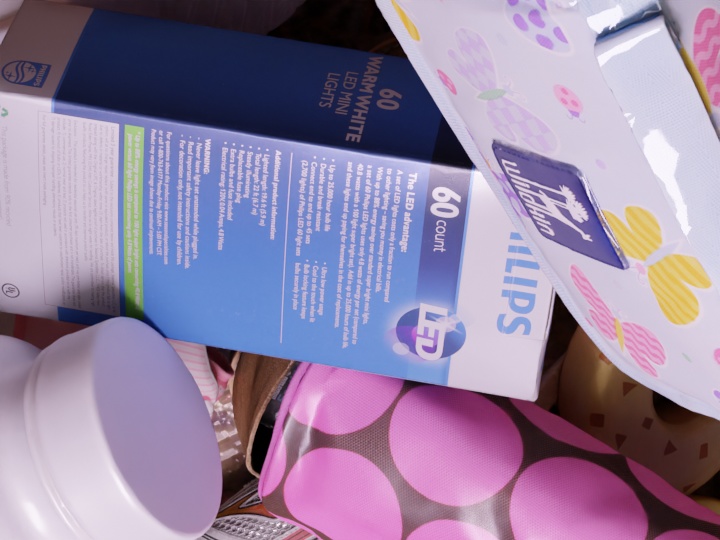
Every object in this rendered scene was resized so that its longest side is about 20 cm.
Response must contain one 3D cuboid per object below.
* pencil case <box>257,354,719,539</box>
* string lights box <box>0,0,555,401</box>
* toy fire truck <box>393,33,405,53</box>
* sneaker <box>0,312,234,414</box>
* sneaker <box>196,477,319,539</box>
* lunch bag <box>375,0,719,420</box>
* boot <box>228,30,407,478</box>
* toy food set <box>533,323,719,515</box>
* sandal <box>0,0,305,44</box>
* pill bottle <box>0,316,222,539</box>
[{"bbox_3d":[0.057,0.102,0.810,0.200,0.091,0.094,33,128,14],"label":"pencil case"},{"bbox_3d":[-0.028,-0.024,0.772,0.199,0.059,0.103,10,132,4],"label":"string lights box"},{"bbox_3d":[0.014,-0.132,0.766,0.199,0.129,0.176,-8,124,19],"label":"toy fire truck"},{"bbox_3d":[-0.105,0.075,0.894,0.104,0.075,0.201,4,100,-8],"label":"sneaker"},{"bbox_3d":[-0.028,0.119,0.953,0.199,0.082,0.078,-13,144,25],"label":"sneaker"},{"bbox_3d":[0.087,-0.064,0.633,0.127,0.200,0.170,-24,121,16],"label":"lunch bag"},{"bbox_3d":[0.000,0.000,0.869,0.073,0.076,0.200,18,120,-9],"label":"boot"},{"bbox_3d":[0.134,0.107,0.901,0.198,0.049,0.200,34,78,-30],"label":"toy food set"},{"bbox_3d":[-0.109,-0.088,0.827,0.206,0.059,0.079,-30,138,-6],"label":"sandal"},{"bbox_3d":[-0.154,0.088,0.795,0.199,0.111,0.111,-23,120,21],"label":"pill bottle"}]
